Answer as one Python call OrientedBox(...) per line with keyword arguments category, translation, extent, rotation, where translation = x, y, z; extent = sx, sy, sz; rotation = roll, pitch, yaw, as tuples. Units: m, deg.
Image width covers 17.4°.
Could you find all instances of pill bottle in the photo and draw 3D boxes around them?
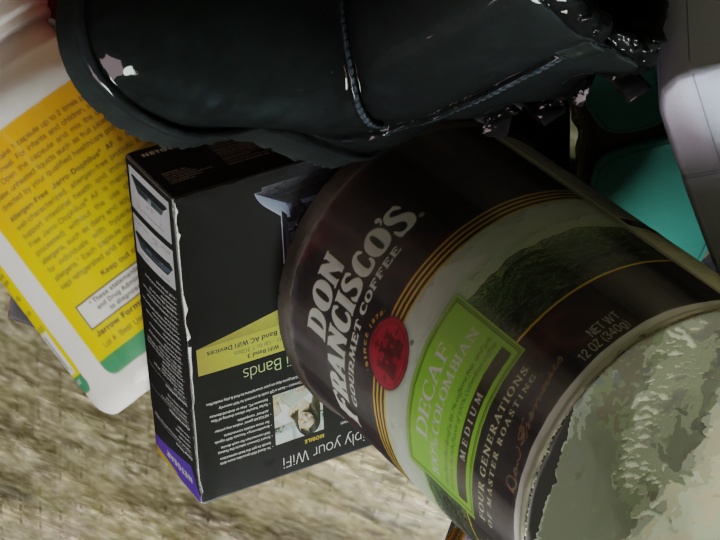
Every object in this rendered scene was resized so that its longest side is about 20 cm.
OrientedBox(category="pill bottle", translation=(-0.136, -0.042, 1.122), extent=(0.200, 0.113, 0.113), rotation=(53, 145, -1))

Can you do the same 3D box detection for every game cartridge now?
OrientedBox(category="game cartridge", translation=(0.163, -0.047, 0.981), extent=(0.041, 0.133, 0.200), rotation=(-15, 135, 16))

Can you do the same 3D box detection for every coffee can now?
OrientedBox(category="coffee can", translation=(0.076, 0.040, 0.955), extent=(0.146, 0.146, 0.200), rotation=(49, 174, -38))

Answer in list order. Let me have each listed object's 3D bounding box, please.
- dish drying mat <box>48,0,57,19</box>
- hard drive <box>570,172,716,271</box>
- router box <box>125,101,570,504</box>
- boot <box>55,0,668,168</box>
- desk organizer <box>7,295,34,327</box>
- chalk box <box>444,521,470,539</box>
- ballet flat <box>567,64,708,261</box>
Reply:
OrientedBox(category="dish drying mat", translation=(-0.060, -0.109, 1.139), extent=(0.200, 0.018, 0.077), rotation=(21, 148, -1))
OrientedBox(category="hard drive", translation=(0.167, 0.013, 1.166), extent=(0.199, 0.042, 0.135), rotation=(14, 149, 13))
OrientedBox(category="router box", translation=(0.000, 0.000, 1.064), extent=(0.052, 0.200, 0.158), rotation=(42, 141, 50))
OrientedBox(category="boot", translation=(0.008, -0.093, 0.874), extent=(0.162, 0.074, 0.198), rotation=(-16, 162, 35))
OrientedBox(category="desk organizer", translation=(-0.084, 0.016, 1.290), extent=(0.200, 0.077, 0.072), rotation=(22, 149, -1))
OrientedBox(category="chalk box", translation=(0.161, 0.134, 1.279), extent=(0.200, 0.125, 0.124), rotation=(24, 149, -2))
OrientedBox(category="ballet flat", translation=(0.121, -0.076, 1.035), extent=(0.070, 0.065, 0.200), rotation=(-8, 142, 10))
